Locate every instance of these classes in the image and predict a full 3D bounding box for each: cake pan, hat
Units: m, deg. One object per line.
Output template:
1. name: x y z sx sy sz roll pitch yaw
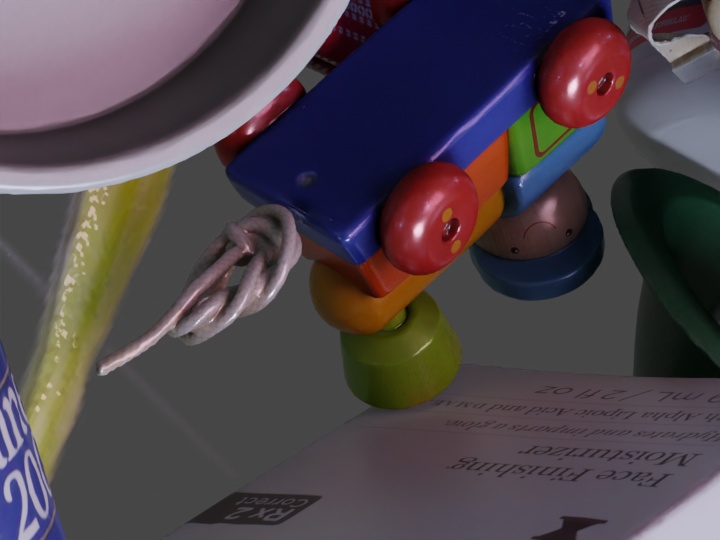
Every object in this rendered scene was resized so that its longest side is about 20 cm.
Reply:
1. cake pan: -0.087 -0.121 0.774 0.200 0.037 0.201 -2 96 -24
2. hat: 0.108 0.094 1.005 0.200 0.176 0.166 40 21 -3

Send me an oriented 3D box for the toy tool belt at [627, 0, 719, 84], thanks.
1. toy tool belt: 0.170 -0.018 0.896 0.200 0.125 0.123 38 32 -45

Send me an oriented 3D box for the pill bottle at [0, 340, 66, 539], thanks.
1. pill bottle: -0.137 0.035 0.713 0.111 0.111 0.201 -33 114 -44

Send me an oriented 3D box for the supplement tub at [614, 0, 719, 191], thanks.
1. supplement tub: 0.172 -0.127 1.049 0.140 0.140 0.201 28 69 -45

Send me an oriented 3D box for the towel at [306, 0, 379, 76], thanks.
1. towel: 0.011 -0.157 0.955 0.144 0.022 0.201 20 74 -46

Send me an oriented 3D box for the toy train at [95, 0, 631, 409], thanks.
1. toy train: 0.000 0.000 0.904 0.200 0.085 0.116 -43 143 -24

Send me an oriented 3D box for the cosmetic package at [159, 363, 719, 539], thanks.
1. cosmetic package: 0.042 0.140 0.874 0.200 0.164 0.166 -29 111 -44
